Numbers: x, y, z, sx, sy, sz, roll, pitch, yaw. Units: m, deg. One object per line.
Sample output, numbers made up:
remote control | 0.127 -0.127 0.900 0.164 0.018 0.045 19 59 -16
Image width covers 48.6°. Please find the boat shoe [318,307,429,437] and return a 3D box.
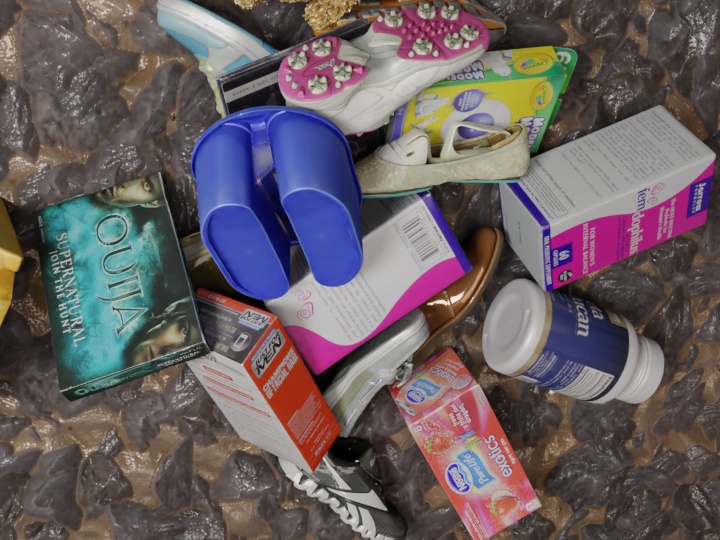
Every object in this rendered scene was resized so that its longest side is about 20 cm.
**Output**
boat shoe | 0.015 0.114 0.873 0.065 0.075 0.202 39 123 -6

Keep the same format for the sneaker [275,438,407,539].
sneaker | -0.001 0.255 0.958 0.200 0.067 0.091 40 99 -20

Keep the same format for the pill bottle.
pill bottle | 0.252 0.090 0.934 0.198 0.111 0.112 19 104 -20

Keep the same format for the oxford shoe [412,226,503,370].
oxford shoe | 0.083 0.024 0.894 0.071 0.071 0.201 36 100 -18

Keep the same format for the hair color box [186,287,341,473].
hair color box | -0.105 0.116 0.820 0.064 0.110 0.201 -54 142 -27

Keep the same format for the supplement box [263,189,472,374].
supplement box | 0.000 0.000 0.847 0.199 0.103 0.102 -34 115 -1

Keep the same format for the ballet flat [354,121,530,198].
ballet flat | 0.075 -0.116 0.791 0.197 0.068 0.063 -8 121 -16

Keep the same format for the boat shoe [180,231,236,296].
boat shoe | -0.198 0.011 0.823 0.198 0.066 0.075 -21 121 -10

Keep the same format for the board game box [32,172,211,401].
board game box | -0.230 0.009 0.757 0.134 0.202 0.028 -19 152 -6

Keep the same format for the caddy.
caddy | -0.070 -0.062 0.715 0.139 0.106 0.201 -11 149 4

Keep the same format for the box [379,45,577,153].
box | 0.122 -0.165 0.816 0.197 0.049 0.118 -10 148 -11

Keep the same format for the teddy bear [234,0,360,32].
teddy bear | -0.027 -0.286 0.734 0.198 0.146 0.067 -18 152 -3

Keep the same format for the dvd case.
dvd case | -0.049 -0.127 0.765 0.147 0.016 0.201 -27 142 -16

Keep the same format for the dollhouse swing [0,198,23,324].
dollhouse swing | -0.438 0.015 0.720 0.175 0.182 0.201 20 106 -40

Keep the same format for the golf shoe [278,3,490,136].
golf shoe | 0.022 -0.174 0.713 0.198 0.076 0.092 -20 148 -12

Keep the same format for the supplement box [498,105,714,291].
supplement box | 0.261 -0.079 0.859 0.198 0.104 0.102 -24 136 -5

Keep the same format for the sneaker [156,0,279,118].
sneaker | -0.126 -0.164 0.770 0.199 0.080 0.131 29 99 -20

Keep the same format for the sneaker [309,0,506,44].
sneaker | 0.048 -0.230 0.796 0.197 0.079 0.078 -6 125 -8

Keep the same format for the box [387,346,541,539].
box | 0.123 0.208 0.953 0.094 0.103 0.201 -30 115 -1
